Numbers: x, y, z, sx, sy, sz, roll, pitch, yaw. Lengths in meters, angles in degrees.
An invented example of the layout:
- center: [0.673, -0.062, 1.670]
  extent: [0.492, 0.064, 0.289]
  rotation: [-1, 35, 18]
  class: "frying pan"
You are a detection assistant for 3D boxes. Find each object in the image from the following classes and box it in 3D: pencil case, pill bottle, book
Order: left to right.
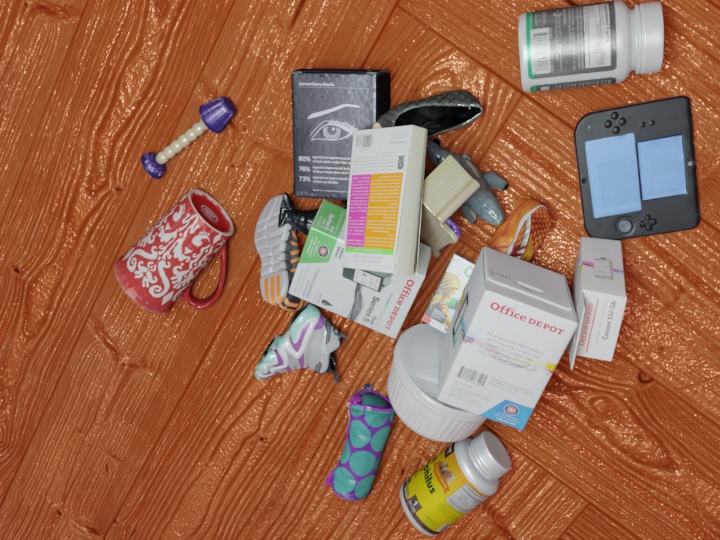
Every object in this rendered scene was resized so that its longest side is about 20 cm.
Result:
- center: [0.001, 0.320, 1.386]
  extent: [0.090, 0.085, 0.205]
  rotation: [12, 109, -5]
  class: "pencil case"
- center: [0.029, -0.101, 1.089]
  extent: [0.132, 0.047, 0.206]
  rotation: [7, 92, 49]
  class: "book"
- center: [0.170, 0.374, 1.340]
  extent: [0.109, 0.109, 0.200]
  rotation: [46, 111, -1]
  class: "pill bottle"
- center: [0.331, -0.326, 1.094]
  extent: [0.194, 0.113, 0.116]
  rotation: [-2, 105, 16]
  class: "pill bottle"

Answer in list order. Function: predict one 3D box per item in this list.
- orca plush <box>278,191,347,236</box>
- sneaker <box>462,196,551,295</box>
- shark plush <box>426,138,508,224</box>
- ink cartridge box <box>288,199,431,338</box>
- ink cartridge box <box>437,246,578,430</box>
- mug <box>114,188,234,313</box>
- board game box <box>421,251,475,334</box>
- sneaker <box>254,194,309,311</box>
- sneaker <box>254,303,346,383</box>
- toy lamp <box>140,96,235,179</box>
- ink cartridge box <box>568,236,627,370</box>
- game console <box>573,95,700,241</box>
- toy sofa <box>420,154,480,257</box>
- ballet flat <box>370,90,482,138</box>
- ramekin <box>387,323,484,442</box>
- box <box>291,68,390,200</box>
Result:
- center: [-0.039, -0.091, 1.262]
  extent: [0.196, 0.071, 0.107]
  rotation: [24, 70, -1]
  class: "orca plush"
- center: [0.234, -0.025, 1.224]
  extent: [0.072, 0.077, 0.202]
  rotation: [33, 99, -25]
  class: "sneaker"
- center: [0.162, -0.158, 1.205]
  extent: [0.090, 0.083, 0.202]
  rotation: [-33, 95, 22]
  class: "shark plush"
- center: [0.000, 0.000, 1.222]
  extent: [0.196, 0.085, 0.148]
  rotation: [22, 128, -2]
  class: "ink cartridge box"
- center: [0.218, 0.101, 1.151]
  extent: [0.143, 0.147, 0.204]
  rotation: [19, 118, -2]
  class: "ink cartridge box"
- center: [-0.318, -0.034, 1.375]
  extent: [0.200, 0.176, 0.135]
  rotation: [-43, 55, 17]
  class: "mug"
- center: [0.217, 0.073, 1.273]
  extent: [0.197, 0.035, 0.129]
  rotation: [28, 101, 6]
  class: "board game box"
- center: [-0.126, -0.024, 1.332]
  extent: [0.076, 0.111, 0.206]
  rotation: [-11, 69, 30]
  class: "sneaker"
- center: [-0.100, 0.166, 1.377]
  extent: [0.139, 0.078, 0.200]
  rotation: [37, 125, -9]
  class: "sneaker"
- center: [-0.302, -0.235, 1.329]
  extent: [0.198, 0.058, 0.059]
  rotation: [-34, 95, 22]
  class: "toy lamp"
- center: [0.355, 0.051, 1.136]
  extent: [0.066, 0.201, 0.119]
  rotation: [8, 124, 12]
  class: "ink cartridge box"
- center: [0.424, -0.152, 1.162]
  extent: [0.172, 0.031, 0.205]
  rotation: [-7, 104, 18]
  class: "game console"
- center: [0.128, -0.094, 1.166]
  extent: [0.083, 0.200, 0.098]
  rotation: [-43, 87, -7]
  class: "toy sofa"
- center: [0.098, -0.232, 1.167]
  extent: [0.196, 0.057, 0.068]
  rotation: [-25, 117, -14]
  class: "ballet flat"
- center: [0.134, 0.193, 1.258]
  extent: [0.199, 0.203, 0.096]
  rotation: [28, 123, 6]
  class: "ramekin"
- center: [-0.029, -0.223, 1.230]
  extent: [0.144, 0.104, 0.206]
  rotation: [6, 106, 14]
  class: "box"
